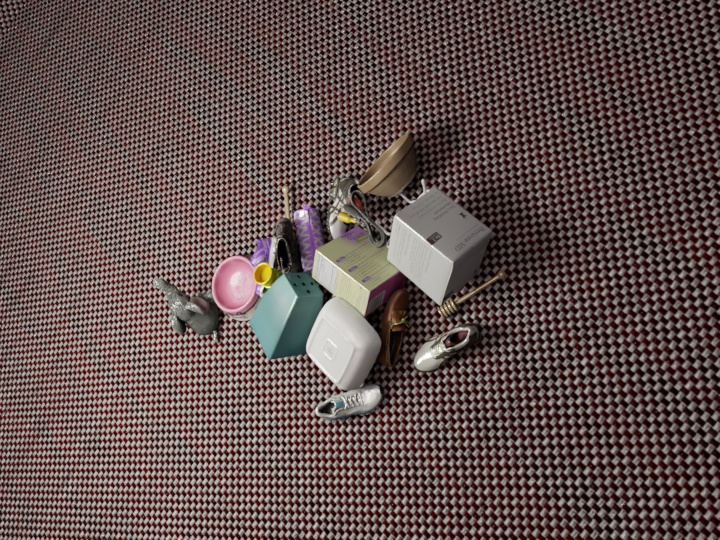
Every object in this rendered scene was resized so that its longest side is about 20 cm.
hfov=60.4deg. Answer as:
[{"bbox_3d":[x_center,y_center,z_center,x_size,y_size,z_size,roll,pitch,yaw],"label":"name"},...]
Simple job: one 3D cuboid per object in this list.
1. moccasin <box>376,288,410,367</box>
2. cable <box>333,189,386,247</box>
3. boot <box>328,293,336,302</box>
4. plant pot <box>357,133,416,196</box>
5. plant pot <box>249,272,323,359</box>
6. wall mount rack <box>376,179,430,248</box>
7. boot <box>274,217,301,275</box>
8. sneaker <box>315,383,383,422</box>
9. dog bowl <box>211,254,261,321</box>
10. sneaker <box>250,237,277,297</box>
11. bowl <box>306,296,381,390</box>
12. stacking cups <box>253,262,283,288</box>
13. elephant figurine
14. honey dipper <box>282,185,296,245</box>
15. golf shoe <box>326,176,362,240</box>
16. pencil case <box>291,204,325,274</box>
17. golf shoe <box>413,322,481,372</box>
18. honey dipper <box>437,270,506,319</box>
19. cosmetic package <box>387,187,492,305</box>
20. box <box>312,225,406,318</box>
[{"bbox_3d":[0.093,0.151,1.636,0.077,0.073,0.207,14,84,48],"label":"moccasin"},{"bbox_3d":[0.014,-0.142,1.683,0.199,0.050,0.098,40,91,26],"label":"cable"},{"bbox_3d":[-0.029,0.170,1.675,0.167,0.076,0.204,34,113,28],"label":"boot"},{"bbox_3d":[0.090,-0.271,1.699,0.201,0.201,0.093,-44,103,10],"label":"plant pot"},{"bbox_3d":[-0.188,0.112,1.684,0.142,0.139,0.203,53,128,34],"label":"plant pot"},{"bbox_3d":[0.120,-0.160,1.638,0.074,0.173,0.202,39,76,-16],"label":"wall mount rack"},{"bbox_3d":[-0.207,-0.035,1.719,0.067,0.175,0.205,-11,118,0],"label":"boot"},{"bbox_3d":[-0.033,0.357,1.650,0.196,0.086,0.077,-25,69,15],"label":"sneaker"},{"bbox_3d":[-0.363,0.046,1.865,0.194,0.074,0.207,-5,77,22],"label":"dog bowl"},{"bbox_3d":[-0.284,-0.007,1.800,0.081,0.082,0.204,0,52,1],"label":"sneaker"},{"bbox_3d":[-0.058,0.196,1.602,0.200,0.074,0.203,43,123,25],"label":"bowl"},{"bbox_3d":[-0.221,0.038,1.733,0.059,0.199,0.062,-9,69,24],"label":"stacking cups"},{"bbox_3d":[-0.518,0.120,1.846,0.151,0.199,0.146,11,83,24],"label":"elephant figurine"},{"bbox_3d":[-0.216,-0.159,1.853,0.037,0.038,0.207,-11,76,20],"label":"honey dipper"},{"bbox_3d":[-0.043,-0.171,1.769,0.092,0.077,0.207,0,80,23],"label":"golf shoe"},{"bbox_3d":[-0.141,-0.085,1.788,0.081,0.086,0.206,-8,75,-17],"label":"pencil case"},{"bbox_3d":[0.212,0.191,1.578,0.198,0.088,0.079,-34,70,15],"label":"golf shoe"},{"bbox_3d":[0.291,0.060,1.601,0.197,0.038,0.039,-32,68,10],"label":"honey dipper"},{"bbox_3d":[0.195,-0.062,1.561,0.163,0.167,0.199,-35,61,-30],"label":"cosmetic package"},{"bbox_3d":[0.000,0.000,1.651,0.198,0.174,0.098,36,136,24],"label":"box"}]
